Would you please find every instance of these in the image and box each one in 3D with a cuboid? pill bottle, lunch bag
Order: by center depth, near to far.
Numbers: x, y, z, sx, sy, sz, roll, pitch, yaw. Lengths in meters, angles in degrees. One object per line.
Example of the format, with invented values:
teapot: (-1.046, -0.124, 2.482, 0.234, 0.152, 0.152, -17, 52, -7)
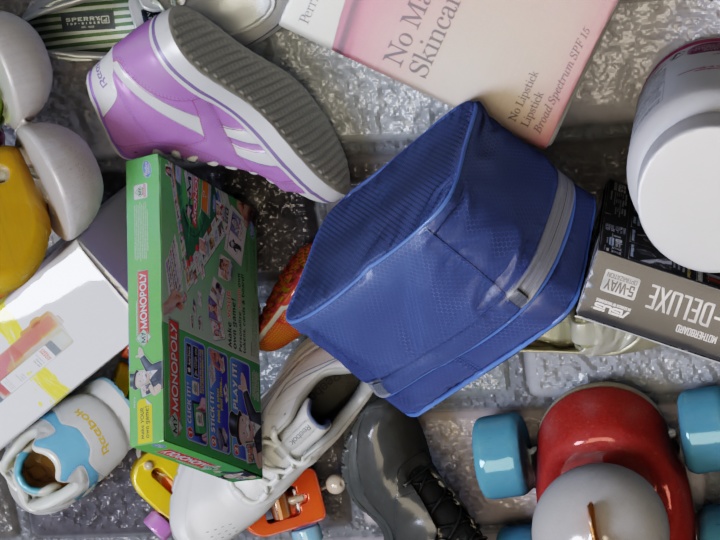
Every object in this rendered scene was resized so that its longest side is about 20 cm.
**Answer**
pill bottle: (0.231, -0.075, 1.461, 0.113, 0.200, 0.114, 3, 110, 9)
lunch bag: (0.055, 0.004, 1.484, 0.132, 0.136, 0.200, 38, 133, -17)

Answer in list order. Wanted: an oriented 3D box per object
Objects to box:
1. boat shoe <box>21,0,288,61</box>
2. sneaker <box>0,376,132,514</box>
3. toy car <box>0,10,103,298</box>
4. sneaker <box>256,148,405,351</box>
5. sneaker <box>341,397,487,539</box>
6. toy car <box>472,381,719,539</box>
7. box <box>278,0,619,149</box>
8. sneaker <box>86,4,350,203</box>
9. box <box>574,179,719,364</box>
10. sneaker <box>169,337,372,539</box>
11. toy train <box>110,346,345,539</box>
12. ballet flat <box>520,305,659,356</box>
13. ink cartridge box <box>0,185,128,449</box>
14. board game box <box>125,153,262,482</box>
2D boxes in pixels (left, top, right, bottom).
boat shoe: (-0.142, -0.172, 1.564, 0.199, 0.067, 0.074, -10, 108, 13)
sneaker: (-0.229, 0.138, 1.646, 0.077, 0.081, 0.200, 53, 148, 3)
toy car: (-0.282, -0.070, 1.518, 0.175, 0.150, 0.200, -24, 86, -18)
sneaker: (0.000, 0.000, 1.601, 0.077, 0.073, 0.200, 43, 114, -16)
sneaker: (0.049, 0.180, 1.639, 0.091, 0.076, 0.200, 9, 124, 44)
toy car: (0.172, 0.189, 1.567, 0.184, 0.200, 0.177, -7, 108, 13)
box: (0.065, -0.188, 1.500, 0.200, 0.109, 0.128, 25, 112, 0)
sneaker: (-0.103, -0.098, 1.567, 0.114, 0.073, 0.200, -31, 127, 29)
box: (0.227, 0.006, 1.492, 0.157, 0.200, 0.050, 18, 107, 2)
sneaker: (-0.063, 0.122, 1.611, 0.074, 0.087, 0.200, 41, 86, -12)
toy train: (-0.106, 0.121, 1.675, 0.150, 0.056, 0.201, -21, 96, -10)
ballet flat: (0.137, 0.036, 1.591, 0.199, 0.069, 0.070, -1, 109, 10)
ink cartridge box: (-0.226, 0.042, 1.615, 0.200, 0.145, 0.083, -37, 99, 19)
board game box: (-0.113, 0.035, 1.548, 0.029, 0.135, 0.201, -11, 70, 26)
